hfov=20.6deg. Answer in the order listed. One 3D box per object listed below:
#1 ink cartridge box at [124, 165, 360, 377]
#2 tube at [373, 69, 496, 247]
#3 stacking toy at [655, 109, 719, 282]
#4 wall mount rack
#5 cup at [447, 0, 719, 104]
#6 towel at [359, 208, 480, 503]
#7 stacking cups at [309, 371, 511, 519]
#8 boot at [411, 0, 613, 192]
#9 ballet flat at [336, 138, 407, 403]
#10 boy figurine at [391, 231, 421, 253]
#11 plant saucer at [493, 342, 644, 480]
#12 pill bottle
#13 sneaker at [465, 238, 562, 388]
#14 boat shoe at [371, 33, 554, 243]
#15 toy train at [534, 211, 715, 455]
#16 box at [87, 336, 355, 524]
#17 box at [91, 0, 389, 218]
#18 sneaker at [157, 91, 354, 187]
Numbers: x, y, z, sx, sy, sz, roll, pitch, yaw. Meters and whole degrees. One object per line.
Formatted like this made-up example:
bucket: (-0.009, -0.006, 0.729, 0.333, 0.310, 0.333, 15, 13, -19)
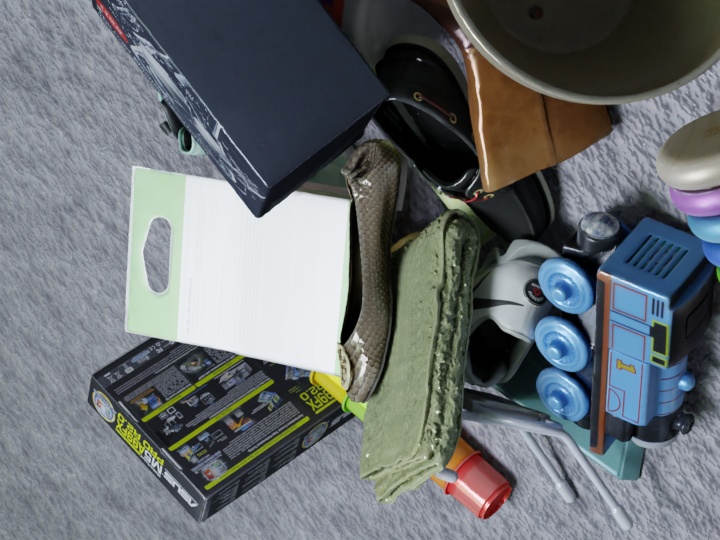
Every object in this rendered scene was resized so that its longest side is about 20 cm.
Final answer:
ink cartridge box: (-0.089, -0.004, 1.595, 0.199, 0.048, 0.146, 11, 106, 22)
tube: (0.050, -0.110, 1.504, 0.200, 0.052, 0.058, 51, -179, -2)
stacking toy: (0.264, -0.004, 1.288, 0.085, 0.085, 0.201, 4, 126, 52)
wall mount rack: (0.119, 0.140, 1.543, 0.200, 0.173, 0.075, -162, 86, -73)
cup: (0.134, -0.192, 1.216, 0.201, 0.200, 0.143, 58, 173, 0)
towel: (0.044, 0.066, 1.477, 0.148, 0.036, 0.201, 144, 134, -64)
stacking cups: (0.048, 0.135, 1.714, 0.200, 0.060, 0.061, 39, 144, 19)
boot: (0.064, -0.150, 1.334, 0.068, 0.188, 0.201, 33, 142, 60)
ballet flat: (0.000, 0.000, 1.503, 0.067, 0.046, 0.201, -159, 75, -70)
boy figurine: (0.000, 0.003, 1.640, 0.124, 0.065, 0.200, 45, 151, -21)
plant saucer: (0.144, 0.092, 1.574, 0.200, 0.019, 0.070, 37, 142, 31)
pill bottle: (-0.033, -0.235, 1.448, 0.200, 0.111, 0.112, 34, 141, 33)
sneaker: (0.085, 0.055, 1.509, 0.074, 0.089, 0.200, 24, 150, -8)
boat shoe: (0.071, -0.079, 1.422, 0.073, 0.063, 0.201, -4, 140, 39)
toy train: (0.189, 0.049, 1.417, 0.114, 0.087, 0.201, 25, 138, 29)
box: (-0.118, 0.110, 1.770, 0.160, 0.200, 0.044, 44, 146, 19)
box: (-0.087, -0.152, 1.340, 0.200, 0.104, 0.182, 52, 172, 1)
sneaker: (-0.084, -0.094, 1.629, 0.201, 0.118, 0.074, 51, 145, 9)
